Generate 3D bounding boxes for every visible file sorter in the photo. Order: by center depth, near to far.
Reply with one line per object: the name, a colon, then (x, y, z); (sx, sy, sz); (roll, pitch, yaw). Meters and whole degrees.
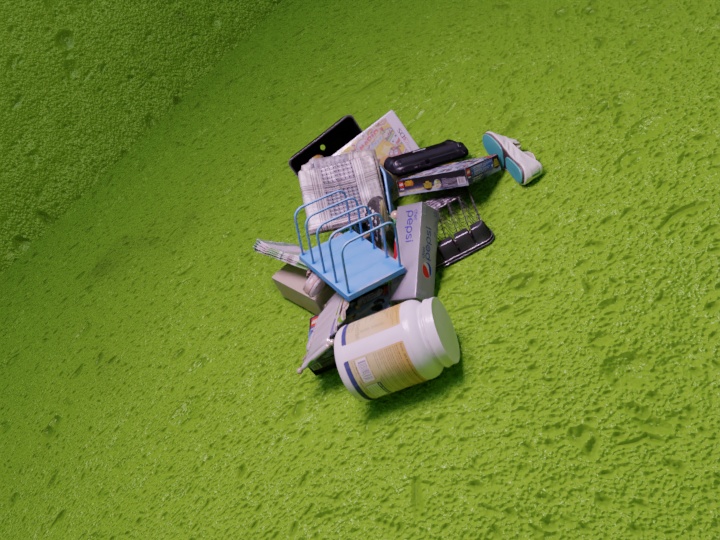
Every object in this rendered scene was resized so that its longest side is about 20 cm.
file sorter: (-0.027, -0.059, 1.362); (0.137, 0.124, 0.200); (-25, 36, -23)

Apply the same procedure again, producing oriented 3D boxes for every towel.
towel: (-0.042, -0.187, 1.572); (0.189, 0.035, 0.203); (-13, 60, 2)
towel: (-0.137, -0.035, 1.601); (0.198, 0.148, 0.031); (19, 101, 39)

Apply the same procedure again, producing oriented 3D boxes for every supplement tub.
supplement tub: (0.066, 0.140, 1.235); (0.198, 0.145, 0.146); (-22, 38, 20)

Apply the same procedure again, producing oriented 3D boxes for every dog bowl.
dog bowl: (0.027, -0.164, 1.615); (0.110, 0.050, 0.203); (-11, 69, 11)

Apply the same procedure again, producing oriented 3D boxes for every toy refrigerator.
toy refrigerator: (-0.117, 0.042, 1.577); (0.076, 0.070, 0.199); (-42, 35, -20)

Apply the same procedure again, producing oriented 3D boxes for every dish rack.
dish rack: (0.193, -0.104, 1.479); (0.152, 0.055, 0.201); (-27, 35, 13)

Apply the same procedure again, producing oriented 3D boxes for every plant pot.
plant pot: (-0.065, -0.277, 1.791); (0.198, 0.201, 0.178); (-37, 22, 1)

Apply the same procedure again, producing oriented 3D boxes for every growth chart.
growth chart: (-0.060, 0.099, 1.357); (0.144, 0.018, 0.202); (-41, 21, 42)

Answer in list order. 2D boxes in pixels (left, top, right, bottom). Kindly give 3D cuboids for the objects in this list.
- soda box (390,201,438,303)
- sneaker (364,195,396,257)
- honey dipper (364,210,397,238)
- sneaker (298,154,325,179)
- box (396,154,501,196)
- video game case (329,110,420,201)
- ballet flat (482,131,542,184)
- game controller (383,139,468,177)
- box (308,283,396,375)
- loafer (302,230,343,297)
soda box: (0.110, -0.031, 1.388); (0.068, 0.063, 0.203); (-8, 71, 41)
sneaker: (0.069, -0.085, 1.456); (0.088, 0.202, 0.077); (-28, 44, -12)
honey dipper: (0.015, -0.080, 1.547); (0.199, 0.038, 0.038); (-31, 32, 36)
sneaker: (-0.076, -0.184, 1.693); (0.087, 0.201, 0.076); (-33, 12, 14)
box: (0.198, -0.215, 1.544); (0.198, 0.041, 0.136); (-4, 17, 45)
video game case: (0.052, -0.261, 1.684); (0.199, 0.183, 0.023); (-36, 1, 2)
ballet flat: (0.340, -0.254, 1.516); (0.069, 0.070, 0.201); (-34, 39, 5)
game controller: (0.154, -0.267, 1.622); (0.197, 0.043, 0.104); (-18, 19, -13)
box: (-0.016, 0.120, 1.407); (0.198, 0.040, 0.138); (-24, 37, 19)
loafer: (-0.079, -0.016, 1.481); (0.200, 0.062, 0.072); (-50, -8, -46)
